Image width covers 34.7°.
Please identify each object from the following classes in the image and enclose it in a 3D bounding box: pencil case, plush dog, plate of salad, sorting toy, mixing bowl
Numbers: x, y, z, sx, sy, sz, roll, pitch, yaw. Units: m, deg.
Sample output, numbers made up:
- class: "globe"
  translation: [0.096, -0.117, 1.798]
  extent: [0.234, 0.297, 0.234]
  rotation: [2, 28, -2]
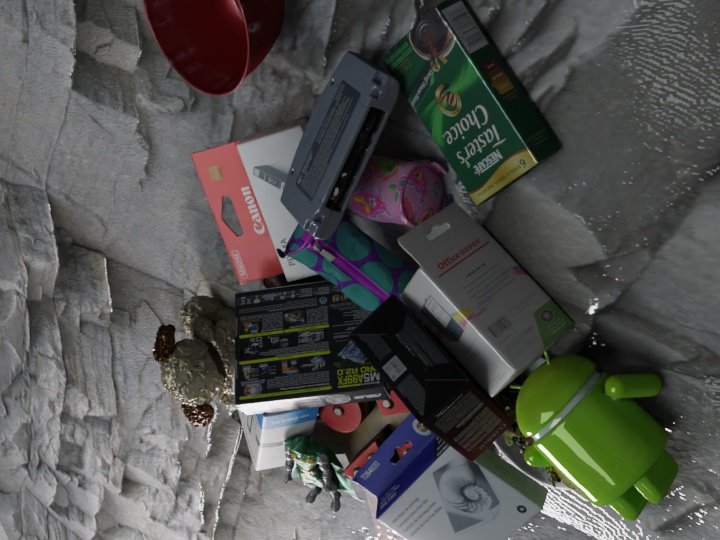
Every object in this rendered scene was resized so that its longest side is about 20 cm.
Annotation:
- class: "pencil case"
  translation: [0.000, 0.000, 1.424]
  extent: [0.200, 0.093, 0.085]
  rotation: [36, 108, -19]
- class: "plush dog"
  translation: [-0.232, 0.145, 1.792]
  extent: [0.160, 0.171, 0.201]
  rotation: [-15, 103, 53]
- class: "plate of salad"
  translation: [0.210, 0.188, 1.410]
  extent: [0.200, 0.048, 0.201]
  rotation: [30, 137, 33]
- class: "sorting toy"
  translation: [0.039, 0.213, 1.556]
  extent: [0.198, 0.070, 0.201]
  rotation: [-13, 107, 31]
- class: "mixing bowl"
  translation: [-0.165, -0.326, 1.413]
  extent: [0.200, 0.108, 0.201]
  rotation: [30, 136, 34]
- class: "pencil case"
  translation: [0.011, -0.106, 1.398]
  extent: [0.199, 0.087, 0.088]
  rotation: [14, 127, 43]

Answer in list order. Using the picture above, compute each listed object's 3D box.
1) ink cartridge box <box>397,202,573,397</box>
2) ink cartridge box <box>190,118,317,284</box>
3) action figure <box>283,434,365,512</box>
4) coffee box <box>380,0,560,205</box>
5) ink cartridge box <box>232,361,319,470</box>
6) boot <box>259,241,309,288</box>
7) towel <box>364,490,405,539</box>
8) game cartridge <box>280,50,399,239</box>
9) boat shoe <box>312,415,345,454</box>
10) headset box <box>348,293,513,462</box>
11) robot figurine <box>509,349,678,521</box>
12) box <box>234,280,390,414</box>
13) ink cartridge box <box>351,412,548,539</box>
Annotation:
- class: "ink cartridge box"
  translation: [0.130, 0.030, 1.324]
  extent: [0.200, 0.117, 0.067]
  rotation: [48, 143, 13]
- class: "ink cartridge box"
  translation: [-0.121, -0.081, 1.528]
  extent: [0.175, 0.045, 0.201]
  rotation: [-14, 108, 17]
- class: "action figure"
  translation: [-0.067, 0.279, 1.611]
  extent: [0.118, 0.055, 0.200]
  rotation: [11, 150, 18]
- class: "coffee box"
  translation: [0.116, -0.181, 1.244]
  extent: [0.200, 0.044, 0.123]
  rotation: [57, 145, 0]
- class: "ink cartridge box"
  translation: [-0.123, 0.175, 1.623]
  extent: [0.200, 0.084, 0.147]
  rotation: [105, 150, -57]
- class: "boot"
  translation: [-0.061, 0.047, 1.625]
  extent: [0.166, 0.072, 0.201]
  rotation: [27, 136, 22]
- class: "towel"
  translation: [0.097, 0.414, 1.728]
  extent: [0.191, 0.032, 0.201]
  rotation: [11, 123, 47]
- class: "game cartridge"
  translation: [-0.028, -0.148, 1.332]
  extent: [0.201, 0.041, 0.133]
  rotation: [-64, 24, 14]
- class: "boat shoe"
  translation: [0.017, 0.234, 1.660]
  extent: [0.199, 0.063, 0.073]
  rotation: [2, 110, 29]
- class: "headset box"
  translation: [0.089, 0.132, 1.357]
  extent: [0.149, 0.075, 0.200]
  rotation: [49, -177, 33]
- class: "robot figurine"
  translation: [0.256, 0.178, 1.278]
  extent: [0.200, 0.116, 0.176]
  rotation: [44, 132, 7]
- class: "box"
  translation: [-0.065, 0.097, 1.502]
  extent: [0.044, 0.199, 0.161]
  rotation: [63, -159, -63]
- class: "ink cartridge box"
  translation: [0.107, 0.289, 1.492]
  extent: [0.200, 0.041, 0.200]
  rotation: [35, 129, -1]
